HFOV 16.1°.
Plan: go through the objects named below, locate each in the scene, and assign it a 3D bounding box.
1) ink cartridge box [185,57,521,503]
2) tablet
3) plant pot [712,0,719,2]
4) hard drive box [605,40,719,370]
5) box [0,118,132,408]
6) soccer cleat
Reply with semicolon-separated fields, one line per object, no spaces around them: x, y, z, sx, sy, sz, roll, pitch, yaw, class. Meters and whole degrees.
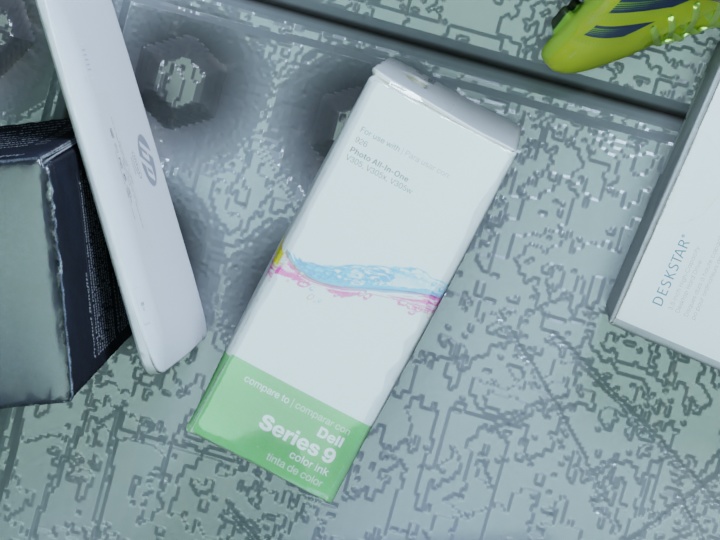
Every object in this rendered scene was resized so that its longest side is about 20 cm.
0.000;0.000;1.292;0.087;0.145;0.200;26;98;0;ink cartridge box
-0.119;-0.053;1.302;0.014;0.130;0.200;-14;96;9;tablet
0.103;-0.260;1.214;0.177;0.200;0.200;9;75;23;plant pot
0.247;-0.009;1.306;0.200;0.077;0.156;24;98;1;hard drive box
-0.228;-0.002;1.284;0.200;0.197;0.124;-5;97;6;box
0.185;-0.149;1.299;0.200;0.065;0.084;-34;95;7;soccer cleat
